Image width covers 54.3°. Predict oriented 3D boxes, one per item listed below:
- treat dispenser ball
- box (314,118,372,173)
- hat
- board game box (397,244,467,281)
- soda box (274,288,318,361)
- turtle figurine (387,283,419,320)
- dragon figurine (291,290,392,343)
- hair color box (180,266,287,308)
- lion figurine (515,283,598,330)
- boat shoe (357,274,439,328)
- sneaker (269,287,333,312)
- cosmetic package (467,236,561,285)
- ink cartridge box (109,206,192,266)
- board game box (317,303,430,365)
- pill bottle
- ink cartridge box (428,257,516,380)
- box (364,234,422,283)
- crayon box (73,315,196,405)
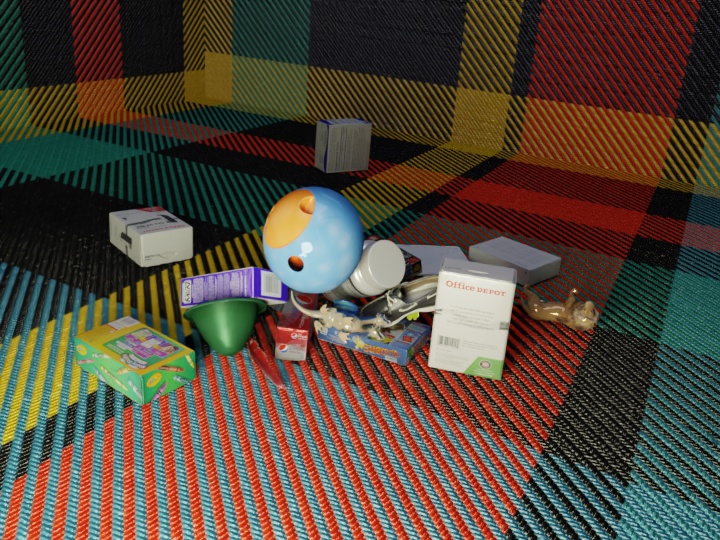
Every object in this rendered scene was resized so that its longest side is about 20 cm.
[{"bbox_3d":[-0.090,-0.059,1.355,0.196,0.206,0.202,4,22,-2],"label":"treat dispenser ball"},{"bbox_3d":[-0.068,-0.482,2.698,0.196,0.188,0.105,-9,26,-31],"label":"box"},{"bbox_3d":[-0.246,0.156,1.329,0.162,0.180,0.200,-5,-14,-18],"label":"hat"},{"bbox_3d":[0.184,-0.018,1.830,0.195,0.026,0.201,2,23,-8],"label":"board game box"},{"bbox_3d":[-0.125,0.103,1.410,0.062,0.072,0.201,7,22,0],"label":"soda box"},{"bbox_3d":[0.132,0.064,1.518,0.197,0.066,0.160,28,21,22],"label":"turtle figurine"},{"bbox_3d":[-0.040,0.092,1.355,0.196,0.060,0.099,17,11,20],"label":"dragon figurine"},{"bbox_3d":[-0.256,0.041,1.415,0.196,0.067,0.109,-7,-11,33],"label":"hair color box"},{"bbox_3d":[0.436,0.089,1.583,0.196,0.074,0.123,-2,28,24],"label":"lion figurine"},{"bbox_3d":[0.085,0.059,1.404,0.195,0.061,0.075,-14,47,4],"label":"boat shoe"},{"bbox_3d":[-0.135,0.048,1.560,0.196,0.077,0.078,-1,12,-35],"label":"sneaker"},{"bbox_3d":[0.407,-0.027,1.862,0.149,0.053,0.198,-13,28,-41],"label":"cosmetic package"},{"bbox_3d":[-0.531,-0.089,1.780,0.142,0.086,0.198,-13,28,-38],"label":"ink cartridge box"},{"bbox_3d":[0.029,0.125,1.433,0.196,0.035,0.135,15,23,23],"label":"board game box"},{"bbox_3d":[0.000,0.000,1.481,0.112,0.117,0.198,-12,-2,-35],"label":"pill bottle"},{"bbox_3d":[0.212,0.090,1.334,0.143,0.205,0.084,10,23,11],"label":"ink cartridge box"},{"bbox_3d":[0.041,-0.019,1.743,0.135,0.041,0.199,-26,34,-26],"label":"box"},{"bbox_3d":[-0.400,0.154,1.244,0.197,0.060,0.118,20,27,33],"label":"crayon box"}]
